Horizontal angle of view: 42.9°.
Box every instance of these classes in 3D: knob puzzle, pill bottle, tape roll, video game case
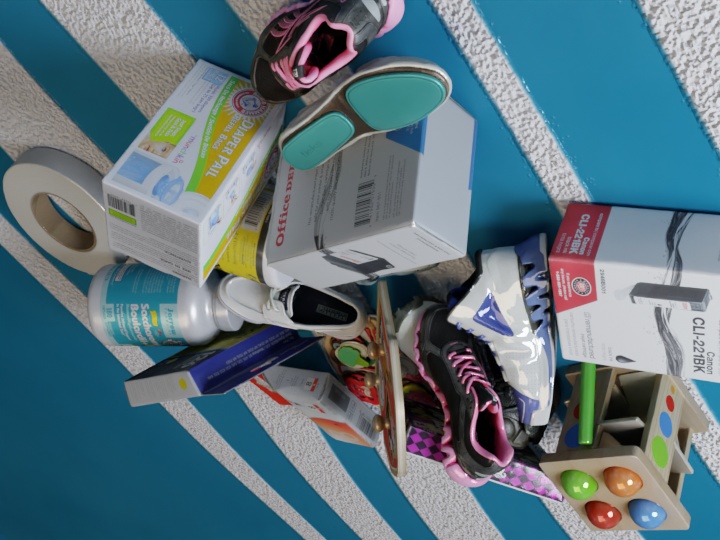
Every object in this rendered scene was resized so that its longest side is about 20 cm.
[{"bbox_3d":[0.026,0.146,1.061,0.030,0.223,0.222,-4,140,-5],"label":"knob puzzle"},{"bbox_3d":[-0.162,-0.059,1.068,0.196,0.112,0.113,18,141,17],"label":"pill bottle"},{"bbox_3d":[-0.257,0.045,1.230,0.195,0.112,0.112,-1,135,15],"label":"pill bottle"},{"bbox_3d":[-0.401,-0.077,1.267,0.199,0.037,0.205,18,140,15],"label":"tape roll"},{"bbox_3d":[0.140,0.215,1.123,0.196,0.037,0.181,19,-178,-2],"label":"video game case"}]

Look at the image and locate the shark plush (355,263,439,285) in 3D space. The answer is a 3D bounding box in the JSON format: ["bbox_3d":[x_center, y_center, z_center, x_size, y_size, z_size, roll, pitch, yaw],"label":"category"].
[{"bbox_3d":[0.000,0.000,1.068,0.082,0.093,0.198,16,149,-36],"label":"shark plush"}]

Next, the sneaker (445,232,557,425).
[{"bbox_3d":[0.150,0.058,0.975,0.112,0.081,0.204,-2,111,17],"label":"sneaker"}]

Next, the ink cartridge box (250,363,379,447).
[{"bbox_3d":[-0.088,0.189,1.307,0.196,0.051,0.162,0,149,34],"label":"ink cartridge box"}]

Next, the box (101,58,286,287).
[{"bbox_3d":[-0.165,-0.104,0.945,0.110,0.202,0.102,22,143,6],"label":"box"}]

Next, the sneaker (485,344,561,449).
[{"bbox_3d":[0.175,0.126,1.050,0.075,0.115,0.202,1,131,30],"label":"sneaker"}]

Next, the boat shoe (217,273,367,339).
[{"bbox_3d":[-0.087,0.035,1.140,0.195,0.075,0.065,9,169,6],"label":"boat shoe"}]

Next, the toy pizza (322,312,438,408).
[{"bbox_3d":[0.034,0.134,1.218,0.196,0.032,0.203,19,141,16],"label":"toy pizza"}]

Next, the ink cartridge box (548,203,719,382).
[{"bbox_3d":[0.292,0.023,0.880,0.196,0.084,0.146,6,136,27],"label":"ink cartridge box"}]

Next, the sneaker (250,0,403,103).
[{"bbox_3d":[-0.049,-0.199,0.839,0.079,0.096,0.199,42,143,-19],"label":"sneaker"}]

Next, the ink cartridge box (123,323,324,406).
[{"bbox_3d":[-0.180,0.115,1.209,0.197,0.196,0.048,-16,97,41],"label":"ink cartridge box"}]

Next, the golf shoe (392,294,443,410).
[{"bbox_3d":[0.105,0.110,1.087,0.201,0.077,0.088,56,175,-38],"label":"golf shoe"}]

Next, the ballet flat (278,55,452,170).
[{"bbox_3d":[0.001,-0.156,0.839,0.198,0.070,0.070,-22,120,39],"label":"ballet flat"}]

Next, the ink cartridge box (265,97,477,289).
[{"bbox_3d":[0.009,-0.076,0.895,0.197,0.148,0.083,-13,151,42],"label":"ink cartridge box"}]

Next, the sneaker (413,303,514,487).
[{"bbox_3d":[0.119,0.129,0.994,0.095,0.077,0.204,140,116,-65],"label":"sneaker"}]

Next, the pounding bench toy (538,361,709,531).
[{"bbox_3d":[0.270,0.172,1.001,0.123,0.157,0.201,-16,123,43],"label":"pounding bench toy"}]
